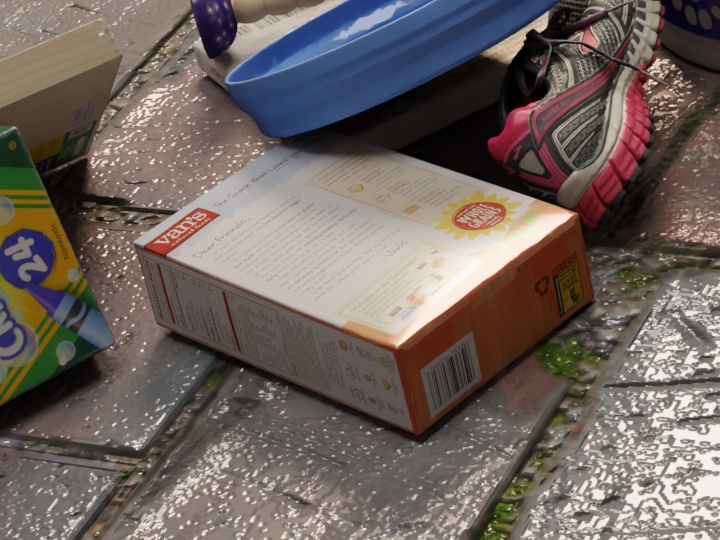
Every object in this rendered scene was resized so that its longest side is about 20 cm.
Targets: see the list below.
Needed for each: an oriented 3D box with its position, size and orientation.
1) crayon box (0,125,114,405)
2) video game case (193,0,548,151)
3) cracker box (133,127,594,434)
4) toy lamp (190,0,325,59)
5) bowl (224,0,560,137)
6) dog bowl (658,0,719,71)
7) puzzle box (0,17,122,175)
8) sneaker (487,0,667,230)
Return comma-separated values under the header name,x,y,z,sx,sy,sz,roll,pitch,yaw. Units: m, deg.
name,x,y,z,sx,sy,sz,roll,pitch,yaw
crayon box,-0.240,0.026,1.433,0.200,0.126,0.052,-29,15,-19
video game case,0.027,-0.135,1.665,0.200,0.024,0.182,-26,35,-18
cracker box,0.000,0.000,1.442,0.134,0.058,0.200,-36,39,-31
toy lamp,0.001,-0.173,1.660,0.200,0.058,0.058,-13,33,4
bowl,0.023,-0.130,1.538,0.200,0.039,0.201,-25,11,5
dog bowl,0.256,-0.195,1.609,0.200,0.079,0.200,-11,33,7
puzzle box,-0.204,-0.074,1.553,0.133,0.025,0.200,-26,-7,-16
sneaker,0.114,-0.108,1.512,0.075,0.081,0.200,27,32,-12
